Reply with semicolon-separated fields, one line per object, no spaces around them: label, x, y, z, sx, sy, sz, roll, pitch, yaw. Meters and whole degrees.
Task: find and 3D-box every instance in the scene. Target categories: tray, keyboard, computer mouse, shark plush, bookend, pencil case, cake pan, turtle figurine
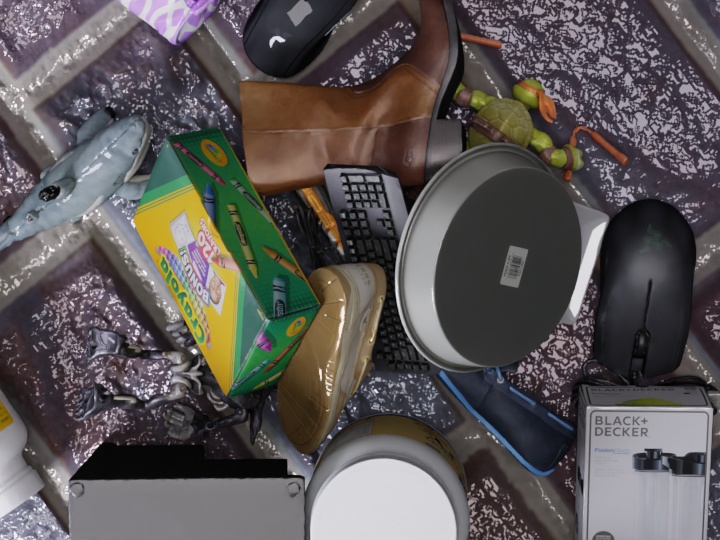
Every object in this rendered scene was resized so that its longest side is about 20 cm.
tray;0.135;-0.021;1.617;0.199;0.022;0.109;15;94;-41
keyboard;0.000;0.000;1.589;0.126;0.021;0.202;5;121;36
computer mouse;0.261;0.038;1.652;0.137;0.053;0.203;1;94;3
computer mouse;-0.053;-0.281;1.648;0.140;0.046;0.200;44;94;-2
shark plush;-0.272;-0.080;1.651;0.198;0.083;0.092;-24;93;4
bookend;-0.144;0.210;1.611;0.196;0.200;0.093;-1;94;-1
pencil case;-0.207;-0.288;1.635;0.200;0.085;0.084;40;92;0
cake pan;0.116;-0.007;1.566;0.199;0.037;0.203;-13;111;-37
turtle figurine;0.127;-0.107;1.642;0.199;0.064;0.162;34;94;0

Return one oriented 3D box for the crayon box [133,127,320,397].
crayon box;-0.119;-0.008;1.594;0.058;0.119;0.201;-14;61;-33

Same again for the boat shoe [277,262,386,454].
boat shoe;-0.019;0.076;1.593;0.074;0.069;0.201;47;137;31

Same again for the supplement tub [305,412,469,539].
supplement tub;0.023;0.207;1.599;0.144;0.200;0.147;0;94;2

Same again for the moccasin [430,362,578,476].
moccasin;0.115;0.096;1.659;0.068;0.080;0.200;-44;105;-1

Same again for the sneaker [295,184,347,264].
sneaker;-0.003;-0.057;1.647;0.077;0.078;0.201;-32;92;-4

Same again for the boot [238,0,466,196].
boot;-0.007;-0.160;1.617;0.198;0.068;0.191;-2;82;8

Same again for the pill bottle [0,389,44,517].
pill bottle;-0.370;0.132;1.658;0.104;0.104;0.201;-34;91;4

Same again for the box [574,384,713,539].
box;0.250;0.207;1.642;0.115;0.060;0.202;2;104;2

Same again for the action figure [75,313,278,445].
action figure;-0.154;0.094;1.653;0.198;0.102;0.120;6;85;-24
